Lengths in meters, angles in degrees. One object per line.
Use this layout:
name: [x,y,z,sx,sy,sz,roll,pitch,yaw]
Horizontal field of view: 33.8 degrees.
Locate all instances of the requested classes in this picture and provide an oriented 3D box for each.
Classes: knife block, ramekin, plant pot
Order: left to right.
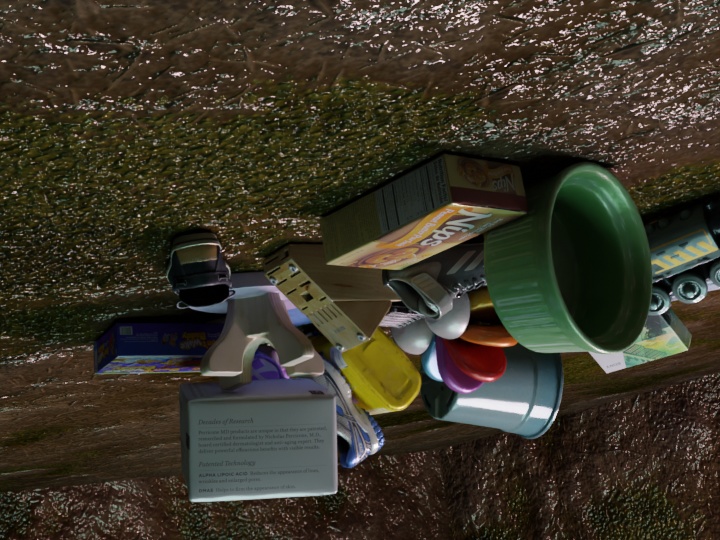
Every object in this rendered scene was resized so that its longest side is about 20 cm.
knife block: [0.000,0.000,1.437,0.200,0.176,0.064,45,141,-15]
plant pot: [0.220,0.189,2.069,0.193,0.204,0.200,6,161,-26]
ramekin: [0.219,-0.007,1.266,0.097,0.204,0.198,-12,168,43]

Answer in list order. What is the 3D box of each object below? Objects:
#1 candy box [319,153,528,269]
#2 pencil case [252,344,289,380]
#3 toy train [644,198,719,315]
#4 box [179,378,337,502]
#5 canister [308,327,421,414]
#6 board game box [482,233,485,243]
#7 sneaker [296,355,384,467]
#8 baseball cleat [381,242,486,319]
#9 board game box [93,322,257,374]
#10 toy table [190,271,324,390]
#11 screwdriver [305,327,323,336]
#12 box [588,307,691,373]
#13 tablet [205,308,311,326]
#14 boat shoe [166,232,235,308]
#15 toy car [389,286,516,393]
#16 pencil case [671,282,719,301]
candy box: [0.063,-0.056,1.235,0.114,0.056,0.199,3,160,-42]
pencil case: [-0.149,0.158,1.794,0.084,0.085,0.200,-1,-177,-4]
toy train: [0.408,-0.020,1.522,0.198,0.086,0.114,-24,117,31]
box: [-0.141,0.222,1.594,0.196,0.133,0.199,-1,-179,-11]
canister: [-0.006,0.154,1.794,0.087,0.149,0.200,-46,-170,-24]
board game box: [0.194,-0.021,1.532,0.197,0.026,0.199,-1,164,-32]
sneaker: [-0.050,0.203,1.734,0.085,0.201,0.077,-41,-175,-26]
baseball cleat: [0.117,0.012,1.381,0.197,0.108,0.070,7,153,-11]
board game box: [-0.258,0.109,1.645,0.197,0.046,0.134,1,165,-26]
toy table: [-0.124,0.074,1.494,0.197,0.119,0.183,-1,163,-30]
screwdriver: [-0.077,0.100,1.812,0.029,0.028,0.200,27,151,-18]
box: [0.353,0.054,1.671,0.143,0.037,0.200,-23,120,42]
tablet: [-0.108,0.064,1.673,0.197,0.014,0.130,-14,165,14]
boat shoe: [-0.179,0.013,1.325,0.073,0.063,0.200,-10,168,-8]
toy car: [0.152,0.099,1.714,0.173,0.152,0.199,-1,164,-34]
pencil case: [0.479,-0.005,1.666,0.197,0.091,0.084,-18,120,24]
